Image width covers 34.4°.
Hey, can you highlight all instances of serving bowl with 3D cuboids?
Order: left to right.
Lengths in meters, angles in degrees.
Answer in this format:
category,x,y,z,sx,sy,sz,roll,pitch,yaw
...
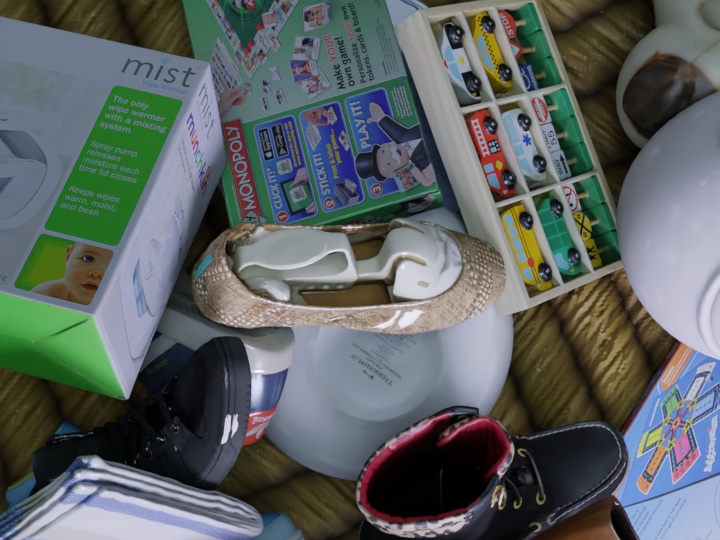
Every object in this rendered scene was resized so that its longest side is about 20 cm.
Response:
category,x,y,z,sx,sy,sz,roll,pitch,yaw
serving bowl,0.009,0.048,0.764,0.196,0.066,0.204,-1,100,-5

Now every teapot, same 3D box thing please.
category,x,y,z,sx,sy,sz,roll,pitch,yaw
teapot,0.259,-0.005,0.723,0.197,0.147,0.198,19,129,-22

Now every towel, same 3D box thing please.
category,x,y,z,sx,sy,sz,roll,pitch,yaw
towel,-0.167,0.170,0.658,0.199,0.146,0.024,-35,52,22

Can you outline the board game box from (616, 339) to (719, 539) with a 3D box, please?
category,x,y,z,sx,sy,sz,roll,pitch,yaw
board game box,0.214,0.157,0.814,0.102,0.019,0.202,34,86,-3

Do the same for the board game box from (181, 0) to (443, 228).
category,x,y,z,sx,sy,sz,roll,pitch,yaw
board game box,-0.036,-0.118,0.753,0.132,0.029,0.203,-15,70,3

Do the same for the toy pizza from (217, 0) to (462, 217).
category,x,y,z,sx,sy,sz,roll,pitch,yaw
toy pizza,-0.009,-0.099,0.808,0.196,0.032,0.204,0,87,-4

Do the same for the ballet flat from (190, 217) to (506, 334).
category,x,y,z,sx,sy,sz,roll,pitch,yaw
ballet flat,0.000,0.000,0.687,0.196,0.065,0.072,-6,66,-14

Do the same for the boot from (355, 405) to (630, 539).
category,x,y,z,sx,sy,sz,roll,pitch,yaw
boot,0.085,0.132,0.738,0.197,0.151,0.074,-18,64,-2

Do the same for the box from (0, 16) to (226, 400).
category,x,y,z,sx,sy,sz,roll,pitch,yaw
box,-0.198,-0.044,0.663,0.197,0.097,0.178,14,59,9

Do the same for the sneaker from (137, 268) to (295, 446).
category,x,y,z,sx,sy,sz,roll,pitch,yaw
sneaker,-0.128,0.048,0.747,0.198,0.074,0.086,27,115,37

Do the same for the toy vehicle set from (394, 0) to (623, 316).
category,x,y,z,sx,sy,sz,roll,pitch,yaw
toy vehicle set,0.107,-0.082,0.781,0.123,0.026,0.203,-20,89,-41

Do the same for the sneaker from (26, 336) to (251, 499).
category,x,y,z,sx,sy,sz,roll,pitch,yaw
sneaker,-0.138,0.114,0.665,0.103,0.060,0.201,6,131,-28

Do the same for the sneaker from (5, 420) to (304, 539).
category,x,y,z,sx,sy,sz,roll,pitch,yaw
sneaker,-0.142,0.155,0.765,0.196,0.080,0.133,-12,89,-4

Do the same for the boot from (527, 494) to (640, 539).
category,x,y,z,sx,sy,sz,roll,pitch,yaw
boot,0.122,0.251,0.735,0.198,0.068,0.190,-26,94,24

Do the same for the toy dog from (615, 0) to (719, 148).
category,x,y,z,sx,sy,sz,roll,pitch,yaw
toy dog,0.232,-0.173,0.774,0.191,0.140,0.204,13,86,11
